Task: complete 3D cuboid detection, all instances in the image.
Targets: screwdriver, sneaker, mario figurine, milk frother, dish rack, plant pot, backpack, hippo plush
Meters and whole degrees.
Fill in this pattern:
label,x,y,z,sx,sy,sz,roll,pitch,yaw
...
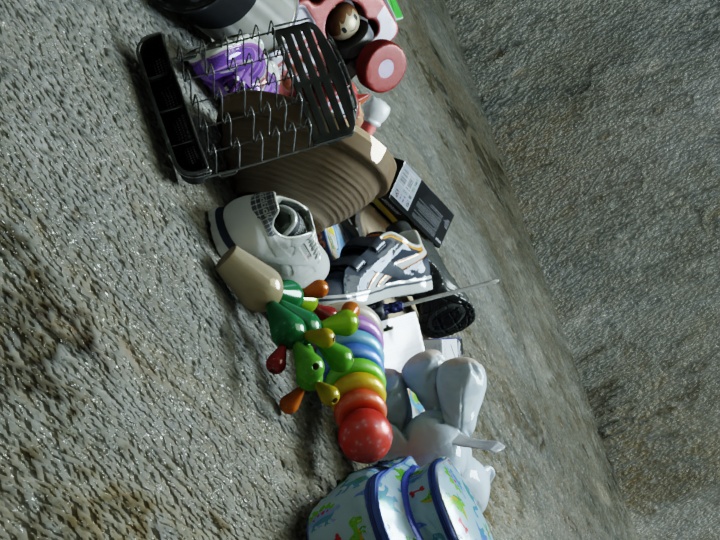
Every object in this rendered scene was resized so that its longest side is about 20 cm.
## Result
label,x,y,z,sx,sy,sz,roll,pitch,yaw
screwdriver,0.066,0.038,1.701,0.029,0.199,0.028,-94,171,-66
sneaker,0.086,0.010,1.807,0.200,0.076,0.091,58,15,-49
sneaker,-0.073,-0.028,1.488,0.200,0.080,0.077,25,40,-62
sneaker,-0.127,-0.203,1.614,0.200,0.080,0.084,29,46,-70
mario figurine,0.012,-0.168,2.010,0.106,0.123,0.201,-2,73,-62
milk frother,-0.128,-0.361,1.608,0.181,0.199,0.188,66,12,14
dish rack,-0.105,-0.173,1.418,0.055,0.199,0.154,111,-39,-70
plant pot,-0.070,-0.102,1.537,0.201,0.200,0.093,46,63,-56
sneaker,0.000,0.000,1.637,0.199,0.078,0.080,-13,96,-48
backpack,0.043,0.263,1.347,0.184,0.146,0.200,65,17,7
hippo plush,0.096,0.191,1.568,0.199,0.160,0.161,23,-22,38

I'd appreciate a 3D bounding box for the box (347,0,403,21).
label,x,y,z,sx,sy,sz,roll,pitch,yaw
box,-0.065,-0.388,1.940,0.097,0.176,0.201,-56,122,-77

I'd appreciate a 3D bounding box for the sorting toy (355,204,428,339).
label,x,y,z,sx,sy,sz,roll,pitch,yaw
sorting toy,0.042,0.038,1.821,0.185,0.036,0.201,41,34,-62

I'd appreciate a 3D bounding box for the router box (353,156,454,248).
label,x,y,z,sx,sy,sz,roll,pitch,yaw
router box,0.014,-0.104,1.839,0.052,0.157,0.200,-65,153,-8

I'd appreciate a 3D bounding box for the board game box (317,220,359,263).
label,x,y,z,sx,sy,sz,roll,pitch,yaw
board game box,-0.021,-0.007,1.781,0.200,0.034,0.136,45,26,-59

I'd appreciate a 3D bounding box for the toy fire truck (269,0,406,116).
label,x,y,z,sx,sy,sz,roll,pitch,yaw
toy fire truck,-0.047,-0.277,1.805,0.112,0.200,0.168,37,-12,46

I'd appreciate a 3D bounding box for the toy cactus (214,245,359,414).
label,x,y,z,sx,sy,sz,roll,pitch,yaw
toy cactus,-0.077,0.045,1.415,0.165,0.102,0.200,43,23,-15

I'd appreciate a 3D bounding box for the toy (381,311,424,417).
label,x,y,z,sx,sy,sz,roll,pitch,yaw
toy,0.037,0.158,1.678,0.115,0.047,0.201,-14,90,-52

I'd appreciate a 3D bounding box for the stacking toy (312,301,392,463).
label,x,y,z,sx,sy,sz,roll,pitch,yaw
stacking toy,-0.008,0.120,1.490,0.086,0.085,0.200,58,12,-33

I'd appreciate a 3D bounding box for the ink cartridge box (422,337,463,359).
label,x,y,z,sx,sy,sz,roll,pitch,yaw
ink cartridge box,0.098,0.183,1.773,0.094,0.044,0.201,6,81,-71
